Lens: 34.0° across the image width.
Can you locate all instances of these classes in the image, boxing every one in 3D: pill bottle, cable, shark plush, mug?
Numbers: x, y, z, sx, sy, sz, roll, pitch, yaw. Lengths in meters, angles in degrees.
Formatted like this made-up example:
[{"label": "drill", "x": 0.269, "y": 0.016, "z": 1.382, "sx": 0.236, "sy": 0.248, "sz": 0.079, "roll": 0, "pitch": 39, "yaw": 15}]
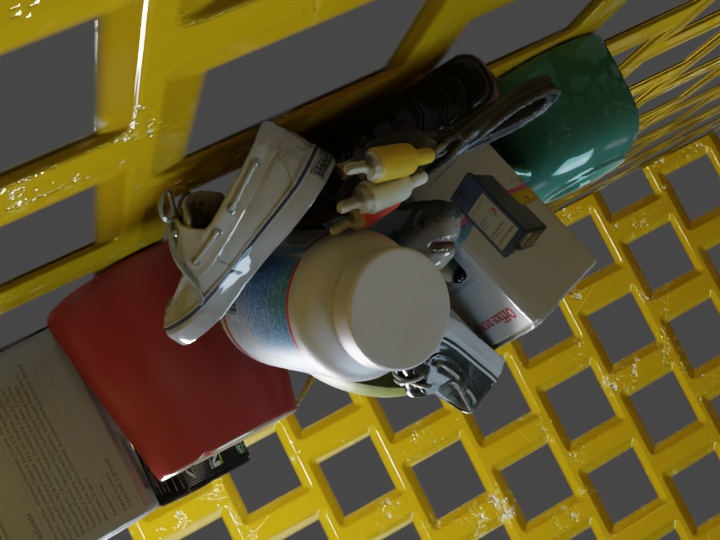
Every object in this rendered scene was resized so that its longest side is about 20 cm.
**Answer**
[{"label": "pill bottle", "x": -0.022, "y": 0.024, "z": 0.872, "sx": 0.108, "sy": 0.110, "sz": 0.199, "roll": -25, "pitch": -167, "yaw": -27}, {"label": "cable", "x": 0.059, "y": -0.076, "z": 0.836, "sx": 0.198, "sy": 0.051, "sz": 0.097, "roll": -20, "pitch": 154, "yaw": -24}, {"label": "shark plush", "x": 0.018, "y": -0.042, "z": 0.987, "sx": 0.090, "sy": 0.084, "sz": 0.200, "roll": -14, "pitch": -154, "yaw": -23}, {"label": "mug", "x": 0.173, "y": -0.127, "z": 1.116, "sx": 0.184, "sy": 0.115, "sz": 0.152, "roll": -28, "pitch": 175, "yaw": -2}]

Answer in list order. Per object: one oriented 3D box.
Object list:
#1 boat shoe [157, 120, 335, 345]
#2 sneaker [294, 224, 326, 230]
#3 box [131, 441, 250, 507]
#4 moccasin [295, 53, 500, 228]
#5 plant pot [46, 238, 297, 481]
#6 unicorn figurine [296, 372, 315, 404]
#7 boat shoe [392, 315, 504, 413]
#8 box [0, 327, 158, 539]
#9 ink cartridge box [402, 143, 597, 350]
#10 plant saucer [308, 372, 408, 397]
[{"label": "boat shoe", "x": -0.106, "y": -0.030, "z": 0.834, "sx": 0.202, "sy": 0.086, "sz": 0.075, "roll": -47, "pitch": -165, "yaw": 37}, {"label": "sneaker", "x": 0.011, "y": -0.052, "z": 1.204, "sx": 0.113, "sy": 0.076, "sz": 0.199, "roll": -28, "pitch": 173, "yaw": 37}, {"label": "box", "x": -0.209, "y": 0.144, "z": 1.302, "sx": 0.047, "sy": 0.202, "sz": 0.193, "roll": -26, "pitch": 174, "yaw": 11}, {"label": "moccasin", "x": 0.016, "y": -0.095, "z": 0.903, "sx": 0.200, "sy": 0.074, "sz": 0.078, "roll": -36, "pitch": 167, "yaw": 3}, {"label": "plant pot", "x": -0.157, "y": 0.079, "z": 1.067, "sx": 0.199, "sy": 0.179, "sz": 0.200, "roll": -27, "pitch": 175, "yaw": -2}, {"label": "unicorn figurine", "x": -0.003, "y": 0.082, "z": 1.282, "sx": 0.198, "sy": 0.075, "sz": 0.137, "roll": -8, "pitch": -172, "yaw": -21}, {"label": "boat shoe", "x": 0.061, "y": 0.077, "z": 1.024, "sx": 0.072, "sy": 0.072, "sz": 0.199, "roll": 13, "pitch": 167, "yaw": 44}, {"label": "box", "x": -0.302, "y": 0.180, "z": 1.161, "sx": 0.130, "sy": 0.202, "sz": 0.199, "roll": -28, "pitch": 175, "yaw": -11}, {"label": "ink cartridge box", "x": 0.092, "y": -0.037, "z": 1.036, "sx": 0.087, "sy": 0.200, "sz": 0.145, "roll": -42, "pitch": 178, "yaw": -15}, {"label": "plant saucer", "x": 0.003, "y": 0.065, "z": 1.153, "sx": 0.199, "sy": 0.199, "sz": 0.031, "roll": -22, "pitch": 136, "yaw": -47}]
